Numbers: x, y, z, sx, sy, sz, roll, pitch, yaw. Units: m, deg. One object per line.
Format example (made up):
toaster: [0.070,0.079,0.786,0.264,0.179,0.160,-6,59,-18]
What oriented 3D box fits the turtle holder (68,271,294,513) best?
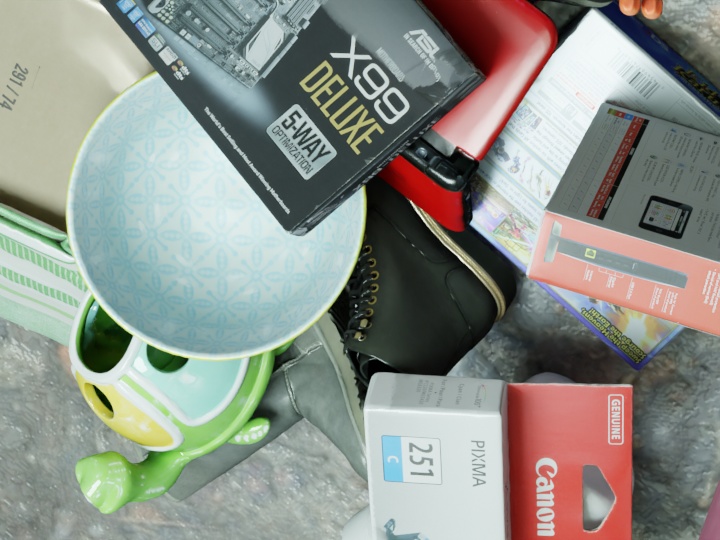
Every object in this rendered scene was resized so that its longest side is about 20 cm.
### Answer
turtle holder: [-0.148,0.067,1.804,0.186,0.132,0.141,-49,54,16]

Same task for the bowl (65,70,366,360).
bowl: [-0.091,-0.043,1.712,0.200,0.108,0.200,0,94,4]

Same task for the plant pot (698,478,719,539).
plant pot: [0.322,0.159,1.715,0.200,0.200,0.179,30,135,3]

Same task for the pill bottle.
pill bottle: [0.088,0.169,1.827,0.200,0.114,0.114,-36,100,28]

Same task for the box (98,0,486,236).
box: [-0.043,-0.146,1.613,0.158,0.050,0.200,-40,81,9]

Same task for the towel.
towel: [-0.259,-0.003,1.843,0.153,0.023,0.200,23,158,8]

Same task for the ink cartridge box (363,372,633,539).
ink cartridge box: [0.096,0.163,1.725,0.176,0.045,0.200,2,125,9]

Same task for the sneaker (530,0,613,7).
sneaker: [0.081,-0.187,1.688,0.200,0.074,0.087,8,117,19]

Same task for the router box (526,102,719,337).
router box: [0.213,-0.028,1.594,0.179,0.200,0.049,18,116,9]

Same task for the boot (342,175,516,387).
boot: [0.000,0.000,1.754,0.200,0.138,0.077,35,142,1]

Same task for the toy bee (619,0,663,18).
toy bee: [0.161,-0.214,1.579,0.131,0.200,0.109,8,94,-10]

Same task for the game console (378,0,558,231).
game console: [0.024,-0.145,1.687,0.200,0.172,0.119,39,81,13]

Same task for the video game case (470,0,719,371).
video game case: [0.178,-0.059,1.730,0.200,0.045,0.181,41,118,-4]

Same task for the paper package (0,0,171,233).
paper package: [-0.212,-0.136,1.788,0.191,0.103,0.200,26,118,5]

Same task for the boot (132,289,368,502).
boot: [-0.070,0.118,1.854,0.200,0.073,0.182,-32,63,21]
